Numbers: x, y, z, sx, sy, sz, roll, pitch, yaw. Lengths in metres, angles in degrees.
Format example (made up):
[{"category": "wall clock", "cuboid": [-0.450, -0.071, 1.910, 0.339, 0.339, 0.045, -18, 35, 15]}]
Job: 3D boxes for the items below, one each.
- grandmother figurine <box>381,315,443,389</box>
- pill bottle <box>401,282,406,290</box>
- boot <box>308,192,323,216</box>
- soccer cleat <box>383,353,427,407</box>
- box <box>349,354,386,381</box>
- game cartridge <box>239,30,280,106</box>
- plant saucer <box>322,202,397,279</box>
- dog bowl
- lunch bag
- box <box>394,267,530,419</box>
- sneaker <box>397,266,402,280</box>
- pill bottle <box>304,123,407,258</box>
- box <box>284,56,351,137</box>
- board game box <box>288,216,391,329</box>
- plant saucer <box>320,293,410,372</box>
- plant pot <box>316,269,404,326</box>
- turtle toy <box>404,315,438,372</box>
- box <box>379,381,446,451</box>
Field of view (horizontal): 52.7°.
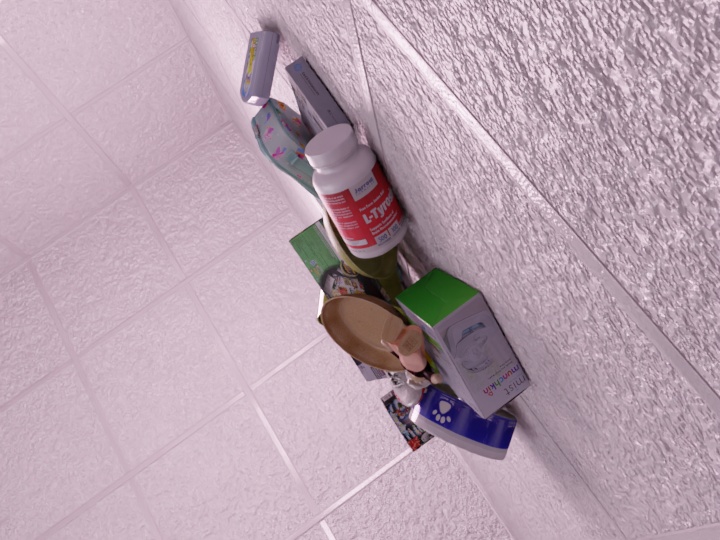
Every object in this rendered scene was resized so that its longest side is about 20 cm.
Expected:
[{"category": "grandmother figurine", "cuboid": [0.089, 0.146, 1.193, 0.121, 0.060, 0.201, 45, 172, 27]}, {"category": "pill bottle", "cuboid": [0.015, 0.007, 1.740, 0.201, 0.113, 0.115, 55, 175, 25]}, {"category": "boot", "cuboid": [-0.039, -0.137, 1.469, 0.201, 0.089, 0.073, 58, 173, 41]}, {"category": "soccer cleat", "cuboid": [0.066, 0.180, 1.386, 0.085, 0.069, 0.201, 34, -159, -31]}, {"category": "box", "cuboid": [0.041, 0.155, 1.654, 0.201, 0.129, 0.117, 64, -163, -53]}, {"category": "game cartridge", "cuboid": [-0.195, -0.383, 1.381, 0.200, 0.040, 0.136, -137, 54, -68]}, {"category": "plant saucer", "cuboid": [-0.006, -0.072, 1.313, 0.199, 0.031, 0.203, 37, -141, -36]}, {"category": "dog bowl", "cuboid": [0.195, 0.281, 1.383, 0.196, 0.080, 0.200, 22, 179, 0]}, {"category": "lunch bag", "cuboid": [-0.122, -0.231, 1.401, 0.199, 0.077, 0.162, 31, -153, -42]}, {"category": "box", "cuboid": [0.156, 0.111, 1.161, 0.178, 0.096, 0.200, 58, 174, -16]}, {"category": "sneaker", "cuboid": [0.029, -0.048, 1.601, 0.201, 0.078, 0.086, 50, 167, -15]}, {"category": "pill bottle", "cuboid": [-0.009, -0.129, 1.176, 0.202, 0.111, 0.112, 60, 173, -32]}, {"category": "box", "cuboid": [-0.063, -0.260, 1.289, 0.157, 0.041, 0.200, 56, 174, 16]}, {"category": "board game box", "cuboid": [-0.037, 0.001, 1.339, 0.202, 0.104, 0.023, 57, -151, -9]}, {"category": "plant saucer", "cuboid": [0.022, 0.104, 1.302, 0.197, 0.036, 0.202, 21, 144, 16]}, {"category": "plant pot", "cuboid": [0.000, 0.000, 1.491, 0.188, 0.182, 0.205, 70, -164, -69]}, {"category": "turtle toy", "cuboid": [0.149, 0.148, 1.387, 0.201, 0.101, 0.146, 56, -171, 29]}, {"category": "box", "cuboid": [0.156, 0.272, 1.543, 0.138, 0.198, 0.040, 57, 175, -24]}]
